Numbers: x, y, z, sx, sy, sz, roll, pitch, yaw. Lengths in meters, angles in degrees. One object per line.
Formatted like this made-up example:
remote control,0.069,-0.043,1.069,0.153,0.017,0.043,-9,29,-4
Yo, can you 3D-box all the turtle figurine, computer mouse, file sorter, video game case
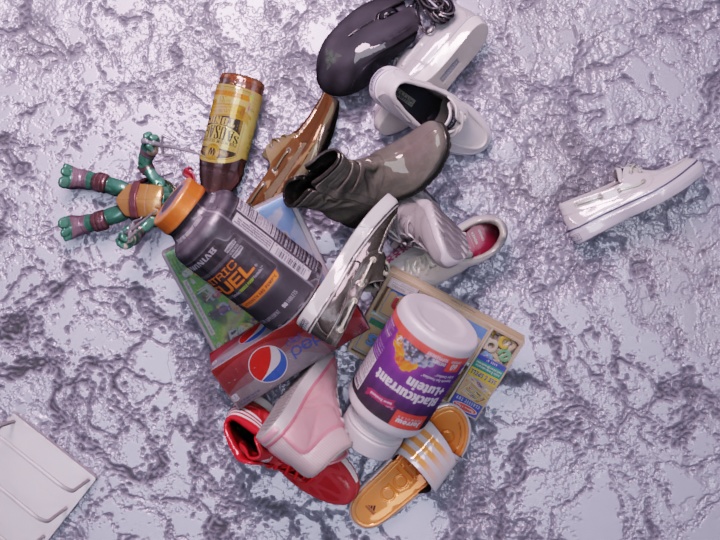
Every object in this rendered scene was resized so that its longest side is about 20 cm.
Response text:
turtle figurine,-0.287,-0.090,1.377,0.199,0.101,0.150,-2,69,18
computer mouse,0.013,-0.317,1.412,0.200,0.053,0.139,-46,62,2
file sorter,-0.457,0.305,1.349,0.139,0.125,0.200,38,87,0
video game case,-0.131,0.023,1.391,0.181,0.022,0.201,-26,109,-2

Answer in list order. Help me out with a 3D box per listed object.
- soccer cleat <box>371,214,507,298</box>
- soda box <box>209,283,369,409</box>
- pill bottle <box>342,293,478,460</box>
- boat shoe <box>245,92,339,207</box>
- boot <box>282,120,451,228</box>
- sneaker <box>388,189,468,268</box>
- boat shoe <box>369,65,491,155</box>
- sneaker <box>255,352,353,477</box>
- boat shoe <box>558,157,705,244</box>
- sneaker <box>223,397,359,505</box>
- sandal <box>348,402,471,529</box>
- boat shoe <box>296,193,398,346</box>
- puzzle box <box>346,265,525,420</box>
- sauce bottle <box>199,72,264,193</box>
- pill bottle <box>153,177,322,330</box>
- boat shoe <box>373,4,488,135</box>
soccer cleat,0.102,-0.019,1.407,0.199,0.086,0.070,-28,90,-3
soda box,-0.092,0.089,1.374,0.200,0.063,0.070,-32,109,0
pill bottle,0.053,0.139,1.356,0.111,0.111,0.200,29,113,-1
boat shoe,-0.094,-0.144,1.409,0.074,0.076,0.201,26,86,2
boot,0.008,-0.123,1.327,0.200,0.130,0.068,-37,59,25
sneaker,0.075,-0.048,1.371,0.082,0.200,0.075,-44,120,10
boat shoe,0.100,-0.195,1.384,0.199,0.065,0.074,19,102,-33
sneaker,-0.053,0.185,1.352,0.105,0.200,0.075,42,119,-5
boat shoe,0.359,-0.109,1.429,0.199,0.074,0.067,-29,92,-3
sneaker,-0.096,0.246,1.367,0.200,0.116,0.079,33,104,4
sandal,0.070,0.265,1.404,0.079,0.059,0.207,43,90,-7
boat shoe,0.000,0.000,1.312,0.064,0.071,0.200,32,76,1
puzzle box,0.096,0.096,1.407,0.199,0.025,0.133,27,113,-2
sauce bottle,-0.176,-0.155,1.409,0.066,0.066,0.201,12,86,-2
pill bottle,-0.151,-0.025,1.305,0.200,0.106,0.106,38,86,-17
boat shoe,0.080,-0.270,1.429,0.200,0.072,0.069,-50,62,7
